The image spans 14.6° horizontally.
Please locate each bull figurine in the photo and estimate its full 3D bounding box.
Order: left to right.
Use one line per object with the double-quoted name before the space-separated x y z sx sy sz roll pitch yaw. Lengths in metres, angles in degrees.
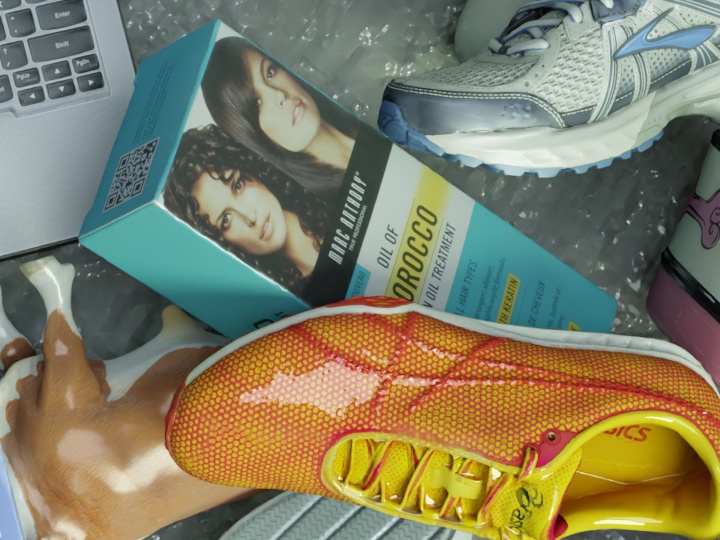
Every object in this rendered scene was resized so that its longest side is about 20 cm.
"bull figurine" -0.084 0.049 1.023 0.200 0.065 0.122 -16 91 -27

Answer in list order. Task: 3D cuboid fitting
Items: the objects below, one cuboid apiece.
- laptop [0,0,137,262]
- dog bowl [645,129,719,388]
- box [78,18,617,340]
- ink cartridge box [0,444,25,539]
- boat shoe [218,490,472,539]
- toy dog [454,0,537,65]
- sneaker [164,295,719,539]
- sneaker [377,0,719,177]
"laptop" -0.168 -0.096 0.983 0.187 0.116 0.200 -15 92 -15
"dog bowl" 0.191 0.035 1.046 0.200 0.200 0.074 35 99 -12
"box" 0.000 0.000 1.012 0.200 0.049 0.082 34 56 -27
"ink cartridge box" -0.144 0.154 0.941 0.094 0.044 0.200 -15 105 -9
"boat shoe" -0.040 0.145 1.030 0.200 0.067 0.074 -36 59 0
"toy dog" 0.094 -0.171 1.069 0.132 0.096 0.200 -3 89 -16
"sneaker" 0.034 0.056 0.953 0.200 0.077 0.073 0 125 -7
"sneaker" 0.091 -0.090 1.022 0.200 0.077 0.085 -16 110 -28
